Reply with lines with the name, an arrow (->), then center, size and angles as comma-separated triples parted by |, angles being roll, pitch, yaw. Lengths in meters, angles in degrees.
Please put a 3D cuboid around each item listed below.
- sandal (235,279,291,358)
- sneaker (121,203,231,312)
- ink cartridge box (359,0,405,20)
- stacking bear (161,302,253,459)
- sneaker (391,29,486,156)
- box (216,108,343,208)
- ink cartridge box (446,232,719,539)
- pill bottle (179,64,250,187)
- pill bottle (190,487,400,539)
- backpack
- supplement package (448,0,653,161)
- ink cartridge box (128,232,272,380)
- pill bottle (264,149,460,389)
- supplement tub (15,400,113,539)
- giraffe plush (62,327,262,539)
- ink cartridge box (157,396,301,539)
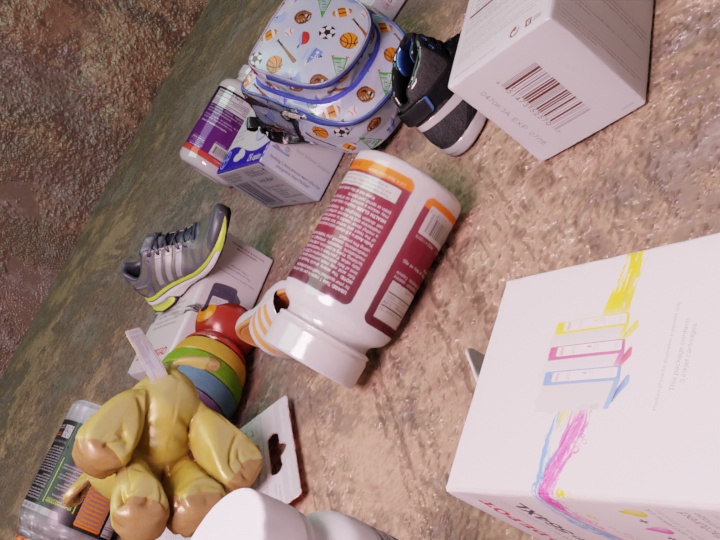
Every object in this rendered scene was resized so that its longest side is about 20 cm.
sandal -> -0.088, 0.071, 0.987 | 0.206, 0.079, 0.060 | -36, 32, 58
sneaker -> -0.239, -0.023, 1.169 | 0.200, 0.081, 0.074 | -41, 29, 29
ink cartridge box -> 0.066, -0.483, 1.371 | 0.201, 0.057, 0.163 | -58, 23, 12
stacking bear -> -0.187, 0.120, 1.075 | 0.121, 0.114, 0.201 | -20, 32, 40
sneaker -> 0.098, -0.230, 0.924 | 0.073, 0.111, 0.201 | -10, 52, 58
box -> -0.091, -0.202, 1.271 | 0.183, 0.105, 0.201 | 1, 61, 62
ink cartridge box -> 0.148, 0.076, 0.444 | 0.199, 0.128, 0.126 | -18, 45, 57
pill bottle -> -0.225, -0.256, 1.586 | 0.201, 0.112, 0.112 | -59, 24, -3
pill bottle -> 0.001, 0.202, 0.492 | 0.113, 0.199, 0.114 | -44, 27, 30
backpack -> -0.029, -0.240, 1.085 | 0.201, 0.189, 0.154 | -62, -15, -9
supplement package -> 0.168, -0.219, 0.769 | 0.117, 0.116, 0.201 | -29, 37, 48
ink cartridge box -> -0.218, 0.064, 1.227 | 0.144, 0.084, 0.201 | -20, 44, 55
pill bottle -> 0.000, 0.000, 0.842 | 0.201, 0.114, 0.114 | -60, 24, -5
supplement tub -> -0.365, 0.285, 1.187 | 0.122, 0.122, 0.201 | -14, 48, 58
giraffe plush -> -0.214, 0.183, 0.879 | 0.162, 0.171, 0.201 | -49, 53, 41
ink cartridge box -> -0.135, 0.241, 0.911 | 0.199, 0.057, 0.163 | -32, 28, 7
